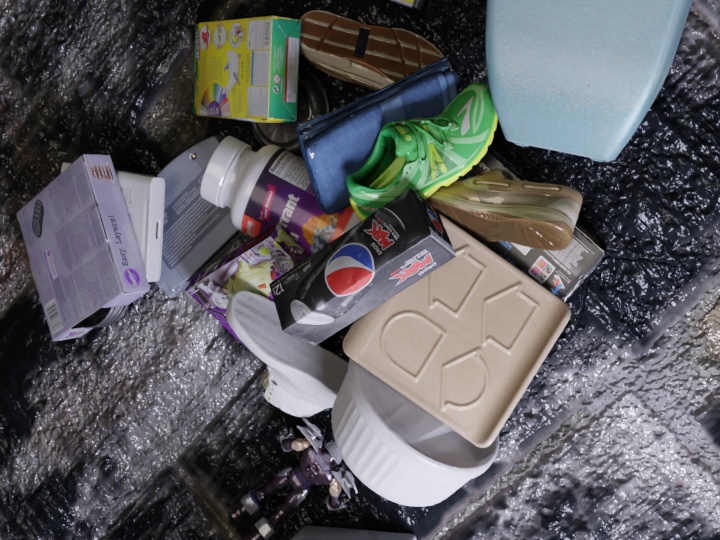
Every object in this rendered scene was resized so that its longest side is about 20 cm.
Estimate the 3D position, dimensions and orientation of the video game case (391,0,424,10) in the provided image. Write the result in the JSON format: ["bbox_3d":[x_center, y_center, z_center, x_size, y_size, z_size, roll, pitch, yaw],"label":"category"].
[{"bbox_3d":[0.024,-0.434,1.060,0.178,0.025,0.204,24,104,17],"label":"video game case"}]

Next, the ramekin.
[{"bbox_3d":[0.056,0.178,1.040,0.201,0.202,0.095,40,119,11],"label":"ramekin"}]

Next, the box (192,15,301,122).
[{"bbox_3d":[-0.147,-0.245,1.103,0.198,0.048,0.120,15,104,48],"label":"box"}]

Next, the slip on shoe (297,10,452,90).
[{"bbox_3d":[0.015,-0.247,1.072,0.195,0.061,0.078,16,76,0],"label":"slip on shoe"}]

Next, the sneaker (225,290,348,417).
[{"bbox_3d":[-0.107,0.115,1.114,0.199,0.074,0.115,41,136,-18],"label":"sneaker"}]

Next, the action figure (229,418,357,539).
[{"bbox_3d":[-0.083,0.273,1.171,0.199,0.069,0.131,-40,75,17],"label":"action figure"}]

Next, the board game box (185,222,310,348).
[{"bbox_3d":[-0.121,0.025,1.105,0.120,0.033,0.198,41,139,-20],"label":"board game box"}]

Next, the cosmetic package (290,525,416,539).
[{"bbox_3d":[-0.029,0.432,1.096,0.162,0.199,0.172,-1,96,20],"label":"cosmetic package"}]

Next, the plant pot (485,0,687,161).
[{"bbox_3d":[0.230,-0.227,0.925,0.192,0.195,0.205,14,110,18],"label":"plant pot"}]

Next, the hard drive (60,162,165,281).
[{"bbox_3d":[-0.338,-0.068,1.211,0.197,0.026,0.135,12,101,37],"label":"hard drive"}]

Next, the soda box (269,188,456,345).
[{"bbox_3d":[0.000,0.000,0.971,0.198,0.070,0.064,-34,58,19],"label":"soda box"}]

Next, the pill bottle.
[{"bbox_3d":[-0.088,-0.081,1.084,0.197,0.111,0.113,27,105,5],"label":"pill bottle"}]

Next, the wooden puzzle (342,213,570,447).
[{"bbox_3d":[0.105,0.064,1.003,0.198,0.046,0.187,34,88,4],"label":"wooden puzzle"}]

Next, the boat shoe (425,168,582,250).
[{"bbox_3d":[0.146,-0.073,0.994,0.196,0.072,0.066,14,65,27],"label":"boat shoe"}]

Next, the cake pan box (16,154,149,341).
[{"bbox_3d":[-0.371,-0.024,1.194,0.183,0.052,0.204,-30,76,39],"label":"cake pan box"}]

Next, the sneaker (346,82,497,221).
[{"bbox_3d":[0.068,-0.130,0.964,0.199,0.084,0.074,-43,48,1],"label":"sneaker"}]

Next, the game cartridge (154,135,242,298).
[{"bbox_3d":[-0.224,-0.076,1.194,0.199,0.040,0.134,-40,86,20],"label":"game cartridge"}]

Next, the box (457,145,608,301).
[{"bbox_3d":[0.150,-0.012,1.053,0.199,0.050,0.200,41,109,11],"label":"box"}]

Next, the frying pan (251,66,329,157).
[{"bbox_3d":[-0.065,-0.176,1.127,0.189,0.031,0.116,39,110,15],"label":"frying pan"}]

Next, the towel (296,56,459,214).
[{"bbox_3d":[0.026,-0.149,1.009,0.197,0.113,0.049,-29,42,-14],"label":"towel"}]
